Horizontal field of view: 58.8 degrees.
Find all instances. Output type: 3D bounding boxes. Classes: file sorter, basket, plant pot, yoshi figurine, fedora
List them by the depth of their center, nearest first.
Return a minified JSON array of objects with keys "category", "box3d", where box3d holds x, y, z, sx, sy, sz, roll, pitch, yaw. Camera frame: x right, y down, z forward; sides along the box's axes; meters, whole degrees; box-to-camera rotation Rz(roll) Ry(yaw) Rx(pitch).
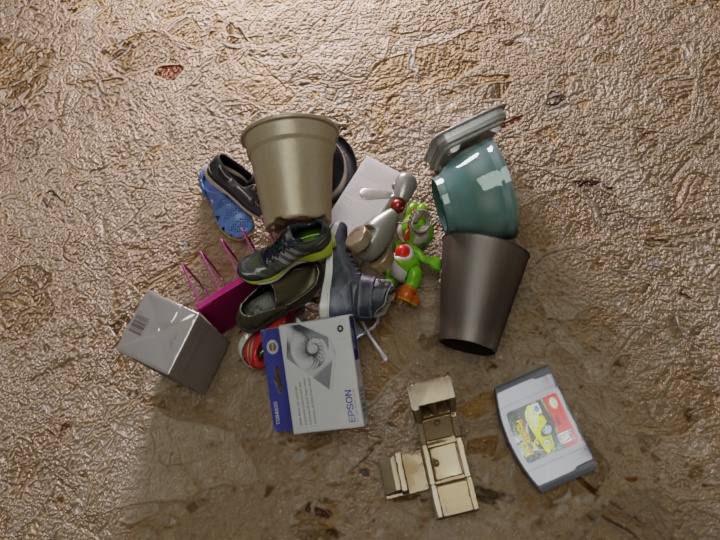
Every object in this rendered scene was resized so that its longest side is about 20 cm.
[{"category":"basket","box3d":[0.223,0.049,1.234,0.176,0.136,0.205,14,75,4]},{"category":"plant pot","box3d":[-0.128,-0.174,1.238,0.195,0.201,0.189,-8,79,3]},{"category":"plant pot","box3d":[0.217,-0.143,1.267,0.131,0.201,0.205,-15,68,1]},{"category":"file sorter","box3d":[-0.244,0.004,1.301,0.197,0.140,0.127,-31,65,-6]},{"category":"yoshi figurine","box3d":[0.107,-0.032,1.302,0.110,0.112,0.205,16,83,-12]},{"category":"fedora","box3d":[-0.098,-0.243,1.398,0.195,0.092,0.206,-2,69,5]}]

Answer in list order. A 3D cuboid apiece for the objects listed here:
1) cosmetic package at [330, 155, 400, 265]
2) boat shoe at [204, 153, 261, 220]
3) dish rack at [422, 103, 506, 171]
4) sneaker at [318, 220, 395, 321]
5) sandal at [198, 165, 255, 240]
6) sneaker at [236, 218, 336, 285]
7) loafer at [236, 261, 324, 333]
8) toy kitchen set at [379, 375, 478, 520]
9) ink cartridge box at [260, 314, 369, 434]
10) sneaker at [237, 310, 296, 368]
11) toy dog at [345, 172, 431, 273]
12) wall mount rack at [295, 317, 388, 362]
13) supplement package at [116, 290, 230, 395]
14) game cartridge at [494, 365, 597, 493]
[{"category":"cosmetic package","box3d":[0.007,-0.128,1.355,0.100,0.072,0.202,29,75,16]},{"category":"boat shoe","box3d":[-0.237,-0.175,1.362,0.198,0.063,0.074,34,40,-15]},{"category":"dish rack","box3d":[0.218,-0.266,1.323,0.168,0.200,0.044,-26,86,-3]},{"category":"sneaker","box3d":[0.000,0.001,1.233,0.142,0.077,0.208,0,68,10]},{"category":"sandal","box3d":[-0.300,-0.152,1.394,0.079,0.087,0.201,-35,71,-10]},{"category":"sneaker","box3d":[-0.141,-0.043,1.183,0.196,0.082,0.075,-27,61,-10]},{"category":"loafer","box3d":[-0.152,0.045,1.222,0.199,0.070,0.075,-39,74,-13]},{"category":"toy kitchen set","box3d":[0.105,0.323,1.114,0.159,0.181,0.205,-13,64,2]},{"category":"ink cartridge box","box3d":[-0.093,0.195,1.181,0.195,0.040,0.205,-11,87,17]},{"category":"sneaker","box3d":[-0.161,0.108,1.273,0.084,0.077,0.203,24,82,49]},{"category":"toy dog","box3d":[0.034,-0.088,1.198,0.095,0.134,0.199,4,38,48]},{"category":"wall mount rack","box3d":[-0.037,0.142,1.257,0.197,0.075,0.176,-31,70,-5]},{"category":"supplement package","box3d":[-0.352,0.144,1.225,0.117,0.201,0.124,20,72,13]},{"category":"game cartridge","box3d":[0.331,0.293,1.178,0.130,0.041,0.204,-24,68,2]}]
